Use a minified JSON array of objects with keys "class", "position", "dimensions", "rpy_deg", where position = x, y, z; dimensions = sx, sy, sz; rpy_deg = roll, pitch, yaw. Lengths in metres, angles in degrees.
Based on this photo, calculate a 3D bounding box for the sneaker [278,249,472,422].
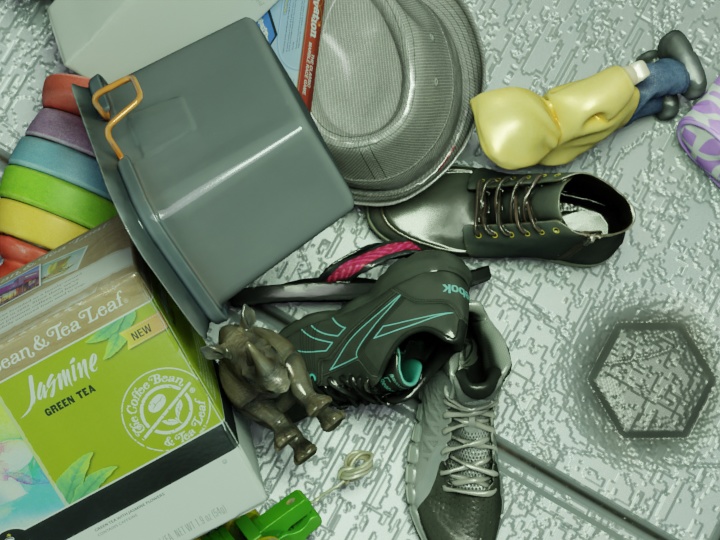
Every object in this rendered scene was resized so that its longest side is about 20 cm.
[{"class":"sneaker","position":[-0.001,0.063,1.528],"dimensions":[0.199,0.075,0.080],"rpy_deg":[-36,44,27]}]

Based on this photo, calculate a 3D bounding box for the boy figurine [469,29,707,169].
[{"class":"boy figurine","position":[0.162,-0.120,1.592],"dimensions":[0.199,0.124,0.065],"rpy_deg":[-18,79,-29]}]

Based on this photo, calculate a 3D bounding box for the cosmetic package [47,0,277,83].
[{"class":"cosmetic package","position":[-0.124,-0.214,1.543],"dimensions":[0.200,0.101,0.074],"rpy_deg":[-40,46,18]}]

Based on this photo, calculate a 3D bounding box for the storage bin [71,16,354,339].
[{"class":"storage bin","position":[-0.098,-0.082,1.409],"dimensions":[0.134,0.200,0.146],"rpy_deg":[-31,128,2]}]

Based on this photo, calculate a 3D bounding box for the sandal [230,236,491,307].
[{"class":"sandal","position":[0.000,0.000,1.583],"dimensions":[0.198,0.075,0.046],"rpy_deg":[-3,87,-3]}]

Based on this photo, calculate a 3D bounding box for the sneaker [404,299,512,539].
[{"class":"sneaker","position":[0.074,0.116,1.546],"dimensions":[0.074,0.116,0.202],"rpy_deg":[-1,79,-8]}]

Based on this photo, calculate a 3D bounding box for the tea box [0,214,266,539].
[{"class":"tea box","position":[-0.198,0.102,1.465],"dimensions":[0.199,0.134,0.198],"rpy_deg":[-29,112,2]}]

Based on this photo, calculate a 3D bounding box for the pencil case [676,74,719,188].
[{"class":"pencil case","position":[0.331,-0.147,1.633],"dimensions":[0.084,0.085,0.200],"rpy_deg":[44,78,-2]}]

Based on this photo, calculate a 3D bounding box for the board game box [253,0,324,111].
[{"class":"board game box","position":[-0.076,-0.133,1.541],"dimensions":[0.102,0.019,0.202],"rpy_deg":[-11,62,37]}]

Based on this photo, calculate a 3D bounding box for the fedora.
[{"class":"fedora","position":[0.002,-0.152,1.577],"dimensions":[0.175,0.090,0.202],"rpy_deg":[-3,72,13]}]

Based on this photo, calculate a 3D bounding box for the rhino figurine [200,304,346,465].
[{"class":"rhino figurine","position":[-0.064,0.074,1.447],"dimensions":[0.060,0.200,0.088],"rpy_deg":[-40,76,-4]}]

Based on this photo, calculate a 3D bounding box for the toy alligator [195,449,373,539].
[{"class":"toy alligator","position":[-0.068,0.202,1.555],"dimensions":[0.199,0.059,0.055],"rpy_deg":[-29,126,-13]}]

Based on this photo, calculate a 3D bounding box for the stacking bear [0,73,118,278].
[{"class":"stacking bear","position":[-0.219,-0.031,1.554],"dimensions":[0.113,0.121,0.202],"rpy_deg":[15,80,39]}]

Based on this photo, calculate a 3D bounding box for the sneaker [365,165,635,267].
[{"class":"sneaker","position":[0.105,-0.051,1.585],"dimensions":[0.198,0.106,0.076],"rpy_deg":[4,79,-3]}]
